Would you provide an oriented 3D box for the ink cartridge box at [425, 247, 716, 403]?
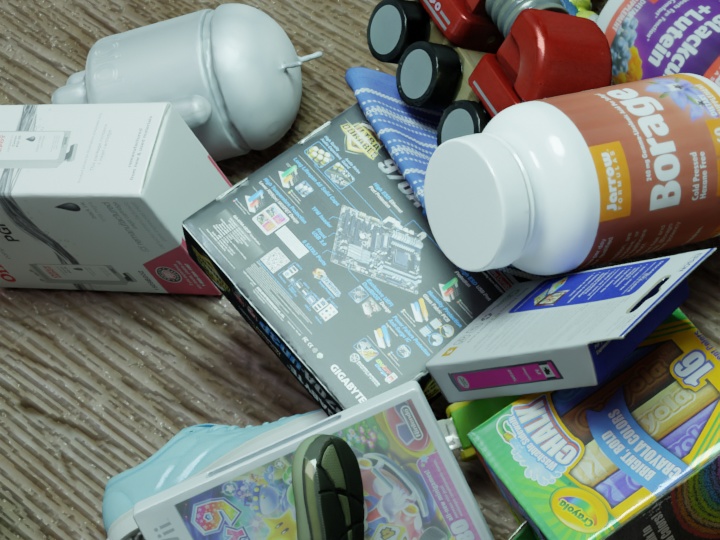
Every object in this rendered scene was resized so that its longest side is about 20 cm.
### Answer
[{"bbox_3d":[0.131,0.035,1.512,0.095,0.037,0.200,-40,13,-31],"label":"ink cartridge box"}]

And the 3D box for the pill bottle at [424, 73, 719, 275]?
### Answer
[{"bbox_3d":[0.145,-0.059,1.587,0.200,0.112,0.112,-13,40,-32],"label":"pill bottle"}]

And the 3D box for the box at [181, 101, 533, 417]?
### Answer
[{"bbox_3d":[0.000,0.000,1.668,0.159,0.046,0.200,-36,65,-16],"label":"box"}]

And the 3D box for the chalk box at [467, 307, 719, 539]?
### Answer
[{"bbox_3d":[0.156,0.138,1.528,0.200,0.125,0.124,-34,48,-4],"label":"chalk box"}]

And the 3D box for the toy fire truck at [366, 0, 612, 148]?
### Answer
[{"bbox_3d":[0.125,-0.181,1.681,0.200,0.129,0.176,-58,44,30],"label":"toy fire truck"}]

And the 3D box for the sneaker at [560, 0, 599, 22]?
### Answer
[{"bbox_3d":[0.121,-0.195,1.805,0.105,0.076,0.200,23,45,-13],"label":"sneaker"}]

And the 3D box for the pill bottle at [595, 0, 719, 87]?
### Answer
[{"bbox_3d":[0.256,-0.120,1.686,0.111,0.111,0.200,-40,49,-8],"label":"pill bottle"}]

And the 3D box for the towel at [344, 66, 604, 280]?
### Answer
[{"bbox_3d":[0.080,-0.065,1.688,0.024,0.145,0.200,-55,44,25],"label":"towel"}]

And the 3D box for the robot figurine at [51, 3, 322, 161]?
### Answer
[{"bbox_3d":[-0.130,-0.135,1.871,0.200,0.113,0.170,-14,21,14],"label":"robot figurine"}]

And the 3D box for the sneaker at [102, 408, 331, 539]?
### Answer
[{"bbox_3d":[-0.090,0.127,1.683,0.200,0.074,0.082,-24,51,4],"label":"sneaker"}]

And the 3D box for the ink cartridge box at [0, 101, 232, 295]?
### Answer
[{"bbox_3d":[-0.205,-0.052,1.820,0.200,0.147,0.083,1,60,26],"label":"ink cartridge box"}]

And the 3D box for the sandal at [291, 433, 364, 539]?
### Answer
[{"bbox_3d":[-0.030,0.200,1.549,0.057,0.080,0.201,0,96,22],"label":"sandal"}]

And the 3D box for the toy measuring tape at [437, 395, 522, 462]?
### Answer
[{"bbox_3d":[0.076,0.094,1.594,0.200,0.074,0.074,-13,46,-17],"label":"toy measuring tape"}]

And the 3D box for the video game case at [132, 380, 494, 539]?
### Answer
[{"bbox_3d":[-0.025,0.172,1.582,0.200,0.143,0.018,-24,18,6],"label":"video game case"}]
